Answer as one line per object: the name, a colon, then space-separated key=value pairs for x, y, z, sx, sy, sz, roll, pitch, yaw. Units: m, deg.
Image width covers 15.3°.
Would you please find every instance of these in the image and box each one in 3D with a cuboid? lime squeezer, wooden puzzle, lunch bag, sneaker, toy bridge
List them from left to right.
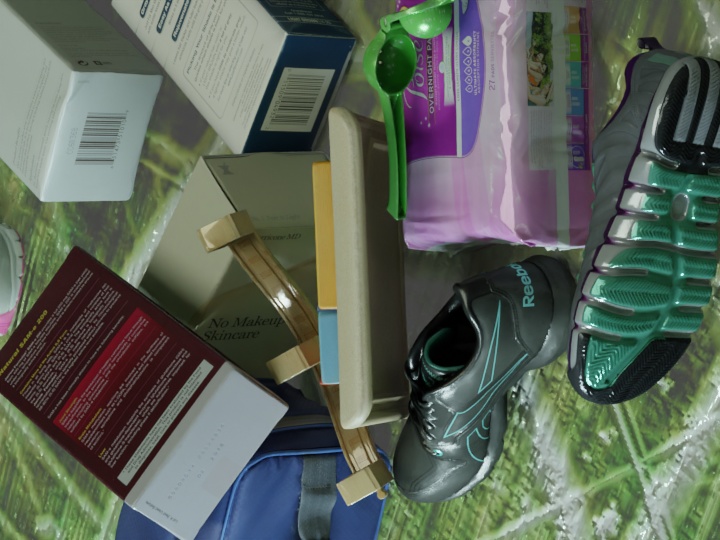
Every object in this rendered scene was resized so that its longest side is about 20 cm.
sneaker: x=-0.334 y=-0.021 z=2.131 sx=0.200 sy=0.088 sz=0.081 roll=54 pitch=132 yaw=38
lunch bag: x=-0.072 y=0.181 z=1.733 sx=0.132 sy=0.136 sz=0.200 roll=33 pitch=117 yaw=49
toy bridge: x=-0.034 y=0.054 z=1.662 sx=0.027 sy=0.067 sz=0.200 roll=-30 pitch=88 yaw=18
wooden puzzle: x=0.000 y=0.000 z=1.616 sx=0.200 sy=0.037 sz=0.185 roll=9 pitch=-101 yaw=-82
lime squeezer: x=0.036 y=-0.125 z=1.525 sx=0.071 sy=0.038 sz=0.200 roll=59 pitch=136 yaw=35
sneaker: x=0.055 y=0.065 z=1.602 sx=0.075 sy=0.079 sz=0.200 roll=57 pitch=136 yaw=34
sneaker: x=0.154 y=-0.027 z=1.481 sx=0.088 sy=0.074 sz=0.200 roll=42 pitch=116 yaw=62

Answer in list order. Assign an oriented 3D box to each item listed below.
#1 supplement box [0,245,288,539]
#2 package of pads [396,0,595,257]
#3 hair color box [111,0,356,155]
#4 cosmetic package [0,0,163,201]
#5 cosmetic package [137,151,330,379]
supplement box: x=-0.146 y=0.075 z=1.689 sx=0.109 sy=0.061 sz=0.200 roll=-53 pitch=44 yaw=-2
package of pads: x=0.078 y=-0.109 z=1.564 sx=0.120 sy=0.076 sz=0.200 roll=-2 pitch=90 yaw=53
hair color box: x=-0.088 y=-0.168 z=1.805 sx=0.200 sy=0.060 sz=0.100 roll=50 pitch=127 yaw=41
cosmetic package: x=-0.238 y=-0.144 z=2.000 sx=0.200 sy=0.081 sz=0.113 roll=46 pitch=127 yaw=44
cosmetic package: x=-0.086 y=0.018 z=1.775 sx=0.073 sy=0.103 sz=0.200 roll=58 pitch=136 yaw=33
